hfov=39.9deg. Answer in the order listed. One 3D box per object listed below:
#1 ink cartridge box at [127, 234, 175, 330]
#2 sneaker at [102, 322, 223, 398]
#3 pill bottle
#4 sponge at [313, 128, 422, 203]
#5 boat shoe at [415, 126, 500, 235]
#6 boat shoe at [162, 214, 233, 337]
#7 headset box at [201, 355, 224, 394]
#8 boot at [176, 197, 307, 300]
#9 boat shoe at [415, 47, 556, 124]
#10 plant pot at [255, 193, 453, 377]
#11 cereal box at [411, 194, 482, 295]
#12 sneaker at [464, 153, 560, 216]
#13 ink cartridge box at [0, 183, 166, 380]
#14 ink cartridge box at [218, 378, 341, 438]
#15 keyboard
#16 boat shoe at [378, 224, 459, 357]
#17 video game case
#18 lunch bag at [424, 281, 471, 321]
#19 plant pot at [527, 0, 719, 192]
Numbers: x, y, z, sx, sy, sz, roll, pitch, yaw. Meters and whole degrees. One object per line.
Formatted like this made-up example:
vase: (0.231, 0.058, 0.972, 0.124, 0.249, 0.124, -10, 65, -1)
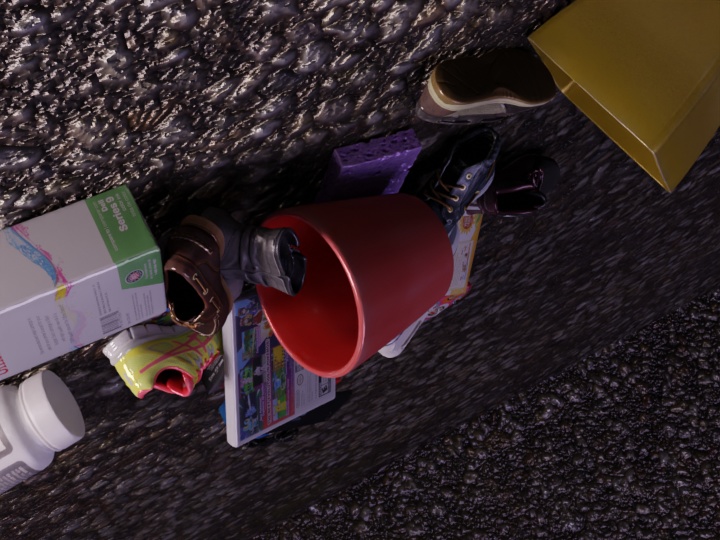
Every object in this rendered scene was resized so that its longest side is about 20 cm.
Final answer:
ink cartridge box: (-0.235, 0.030, 1.178, 0.119, 0.042, 0.200, -31, 162, 2)
sneaker: (-0.216, 0.111, 1.211, 0.199, 0.091, 0.078, -10, 152, -48)
pill bottle: (-0.444, 0.210, 1.203, 0.199, 0.114, 0.114, -29, 161, -2)
sponge: (-0.004, -0.094, 1.221, 0.111, 0.030, 0.200, -20, 159, -26)
boat shoe: (0.106, -0.099, 1.260, 0.201, 0.070, 0.091, -49, 163, -26)
boat shoe: (-0.179, 0.023, 1.049, 0.201, 0.070, 0.071, 93, 14, -59)
headset box: (-0.143, 0.091, 1.404, 0.198, 0.075, 0.149, -16, 158, -35)
boot: (-0.122, 0.002, 1.099, 0.200, 0.130, 0.070, 79, 31, -67)
boat shoe: (0.139, -0.203, 1.114, 0.198, 0.074, 0.065, -9, 163, -39)
plant pot: (0.000, 0.000, 1.156, 0.176, 0.201, 0.201, -23, 160, -36)
cereal box: (0.094, -0.033, 1.388, 0.199, 0.039, 0.146, -4, 111, -50)
sneaker: (0.233, -0.109, 1.378, 0.199, 0.077, 0.115, -20, -158, -32)
ink cartridge box: (-0.300, 0.016, 0.974, 0.198, 0.088, 0.146, -25, 160, -19)
ink cartridge box: (-0.110, 0.170, 1.431, 0.115, 0.068, 0.200, -15, 158, -38)
keyboard: (-0.107, 0.213, 1.409, 0.199, 0.021, 0.127, -1, 141, -50)
boat shoe: (0.077, 0.028, 1.297, 0.203, 0.074, 0.086, -61, 147, -23)
video game case: (-0.102, 0.106, 1.287, 0.181, 0.023, 0.202, -21, 121, -42)
lunch bag: (0.070, 0.033, 1.578, 0.175, 0.083, 0.200, -32, 159, 17)
plant pot: (0.340, -0.239, 1.142, 0.176, 0.200, 0.200, -46, 158, 11)
